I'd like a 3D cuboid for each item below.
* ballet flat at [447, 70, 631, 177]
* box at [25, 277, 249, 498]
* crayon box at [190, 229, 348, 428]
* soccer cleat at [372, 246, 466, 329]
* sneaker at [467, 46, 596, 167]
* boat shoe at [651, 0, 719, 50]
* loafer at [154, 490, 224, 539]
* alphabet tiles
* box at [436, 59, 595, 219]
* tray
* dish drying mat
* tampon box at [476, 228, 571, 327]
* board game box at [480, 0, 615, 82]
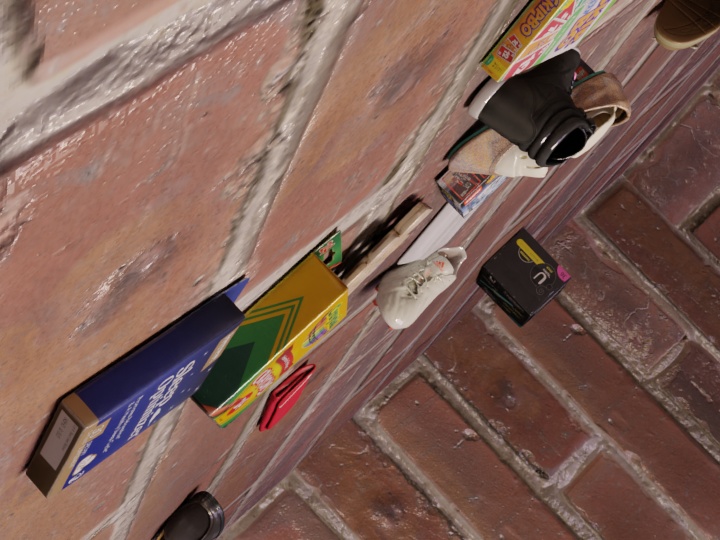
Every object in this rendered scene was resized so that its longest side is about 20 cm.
[{"bbox_3d":[0.186,-0.135,1.224,0.200,0.067,0.068,-29,159,-4],"label":"ballet flat"},{"bbox_3d":[-0.161,0.087,0.939,0.200,0.032,0.121,-38,170,-42],"label":"box"},{"bbox_3d":[-0.076,0.058,1.128,0.200,0.051,0.127,-43,171,-9],"label":"crayon box"},{"bbox_3d":[0.078,0.013,1.567,0.078,0.069,0.200,-28,-172,29],"label":"soccer cleat"},{"bbox_3d":[0.184,-0.154,1.152,0.200,0.099,0.071,-35,166,-52],"label":"sneaker"},{"bbox_3d":[0.434,-0.331,1.566,0.200,0.073,0.063,-39,168,-34],"label":"boat shoe"},{"bbox_3d":[-0.266,0.402,1.862,0.072,0.073,0.200,-31,164,-39],"label":"loafer"},{"bbox_3d":[0.000,0.000,1.298,0.200,0.015,0.196,-45,177,7],"label":"alphabet tiles"},{"bbox_3d":[0.170,-0.145,1.335,0.200,0.040,0.137,-44,173,2],"label":"box"},{"bbox_3d":[0.128,-0.080,1.525,0.107,0.022,0.200,-32,166,-50],"label":"tray"},{"bbox_3d":[-0.105,0.182,1.718,0.077,0.018,0.200,-42,171,-21],"label":"dish drying mat"},{"bbox_3d":[0.355,0.020,2.651,0.126,0.150,0.200,-42,172,-6],"label":"tampon box"},{"bbox_3d":[0.180,-0.223,1.056,0.096,0.030,0.200,-49,172,35],"label":"board game box"}]
